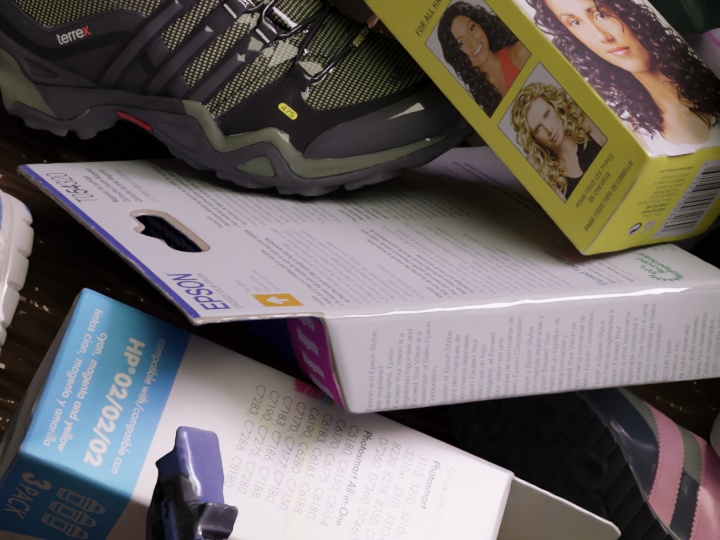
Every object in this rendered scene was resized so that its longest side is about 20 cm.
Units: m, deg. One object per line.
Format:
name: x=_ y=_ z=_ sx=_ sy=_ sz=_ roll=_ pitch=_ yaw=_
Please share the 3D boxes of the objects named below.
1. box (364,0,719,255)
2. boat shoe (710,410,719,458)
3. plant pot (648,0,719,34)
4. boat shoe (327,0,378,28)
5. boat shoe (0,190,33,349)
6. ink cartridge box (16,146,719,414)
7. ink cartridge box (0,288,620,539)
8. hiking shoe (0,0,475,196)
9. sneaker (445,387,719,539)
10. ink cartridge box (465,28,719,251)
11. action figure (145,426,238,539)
box: x=0.052 y=-0.095 z=0.989 sx=0.075 sy=0.050 sz=0.200 roll=-11 pitch=52 yaw=-47
boat shoe: x=0.194 y=0.046 z=1.070 sx=0.070 sy=0.071 sz=0.200 roll=50 pitch=28 yaw=2
plant pot: x=0.146 y=-0.211 z=1.078 sx=0.199 sy=0.200 sz=0.197 roll=30 pitch=59 yaw=-4
boat shoe: x=-0.013 y=-0.154 z=1.124 sx=0.073 sy=0.069 sz=0.200 roll=17 pitch=36 yaw=-5
boat shoe: x=-0.167 y=0.047 z=0.938 sx=0.072 sy=0.072 sz=0.201 roll=30 pitch=45 yaw=-28
ink cartridge box: x=0.000 y=0.000 z=0.985 sx=0.199 sy=0.196 sz=0.044 roll=-5 pitch=108 yaw=-22
ink cartridge box: x=-0.027 y=0.095 z=0.948 sx=0.199 sy=0.115 sz=0.068 roll=23 pitch=58 yaw=-8
hiking shoe: x=-0.050 y=-0.092 z=1.012 sx=0.199 sy=0.101 sz=0.076 roll=10 pitch=30 yaw=13
sneaker: x=0.117 y=0.089 z=1.050 sx=0.200 sy=0.070 sz=0.082 roll=46 pitch=39 yaw=4
ink cartridge box: x=0.141 y=-0.091 z=1.150 sx=0.117 sy=0.068 sz=0.200 roll=47 pitch=56 yaw=9
action figure: x=-0.024 y=0.154 z=0.857 sx=0.104 sy=0.193 sz=0.201 roll=7 pitch=67 yaw=-33
